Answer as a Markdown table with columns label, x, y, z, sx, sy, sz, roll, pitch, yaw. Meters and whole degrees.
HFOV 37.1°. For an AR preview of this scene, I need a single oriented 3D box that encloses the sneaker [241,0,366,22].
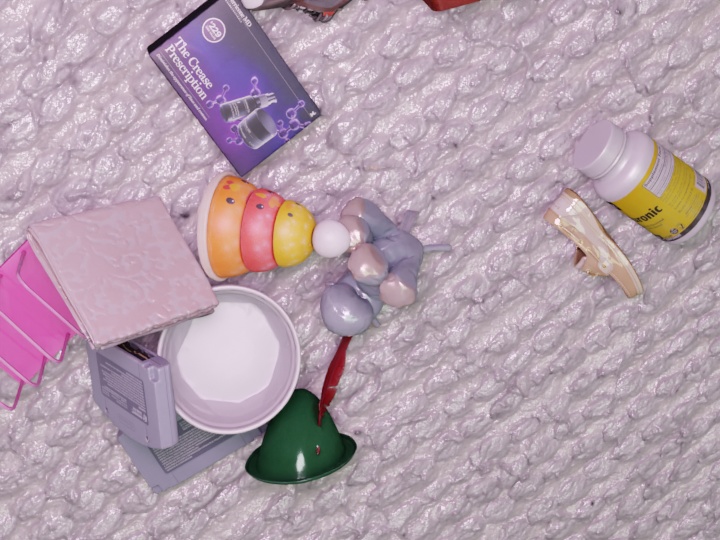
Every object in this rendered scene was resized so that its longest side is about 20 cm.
| label | x | y | z | sx | sy | sz | roll | pitch | yaw |
| --- | --- | --- | --- | --- | --- | --- | --- | --- | --- |
| sneaker | -0.060 | -0.352 | 1.379 | 0.198 | 0.077 | 0.083 | -23 | 126 | -25 |

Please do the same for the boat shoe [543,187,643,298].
| label | x | y | z | sx | sy | sz | roll | pitch | yaw |
| --- | --- | --- | --- | --- | --- | --- | --- | --- | --- |
| boat shoe | 0.345 | -0.029 | 1.603 | 0.069 | 0.074 | 0.201 | -39 | 103 | 6 |

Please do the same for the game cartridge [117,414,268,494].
| label | x | y | z | sx | sy | sz | roll | pitch | yaw |
| --- | --- | --- | --- | --- | --- | --- | --- | --- | --- |
| game cartridge | -0.249 | 0.229 | 1.580 | 0.198 | 0.042 | 0.134 | -29 | 108 | -1 |

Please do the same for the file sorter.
| label | x | y | z | sx | sy | sz | roll | pitch | yaw |
| --- | --- | --- | --- | --- | --- | --- | --- | --- | --- |
| file sorter | -0.440 | 0.064 | 1.433 | 0.200 | 0.126 | 0.139 | -43 | 111 | 5 |

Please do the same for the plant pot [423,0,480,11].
| label | x | y | z | sx | sy | sz | roll | pitch | yaw |
| --- | --- | --- | --- | --- | --- | --- | --- | --- | --- |
| plant pot | 0.125 | -0.444 | 1.354 | 0.197 | 0.201 | 0.179 | -15 | 123 | -7 |

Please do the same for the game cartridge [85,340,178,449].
| label | x | y | z | sx | sy | sz | roll | pitch | yaw |
| --- | --- | --- | --- | --- | --- | --- | --- | --- | --- |
| game cartridge | -0.312 | 0.163 | 1.466 | 0.040 | 0.199 | 0.136 | -14 | 113 | -38 |

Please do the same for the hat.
| label | x | y | z | sx | sy | sz | roll | pitch | yaw |
| --- | --- | --- | --- | --- | --- | --- | --- | --- | --- |
| hat | -0.092 | 0.185 | 1.546 | 0.163 | 0.200 | 0.179 | -3 | 104 | 17 |

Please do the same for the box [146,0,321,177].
| label | x | y | z | sx | sy | sz | roll | pitch | yaw |
| --- | --- | --- | --- | --- | --- | --- | --- | --- | --- |
| box | -0.165 | -0.250 | 1.412 | 0.140 | 0.079 | 0.201 | -38 | 112 | 0 |

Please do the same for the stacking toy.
| label | x | y | z | sx | sy | sz | roll | pitch | yaw |
| --- | --- | --- | --- | --- | --- | --- | --- | --- | --- |
| stacking toy | -0.107 | -0.052 | 1.422 | 0.196 | 0.146 | 0.149 | 5 | 110 | 14 |

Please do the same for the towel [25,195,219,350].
| label | x | y | z | sx | sy | sz | roll | pitch | yaw |
| --- | --- | --- | --- | --- | --- | --- | --- | --- | --- |
| towel | -0.303 | -0.001 | 1.384 | 0.198 | 0.192 | 0.032 | -17 | 157 | -42 |

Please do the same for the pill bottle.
| label | x | y | z | sx | sy | sz | roll | pitch | yaw |
| --- | --- | --- | --- | --- | --- | --- | --- | --- | --- |
| pill bottle | 0.409 | -0.132 | 1.556 | 0.198 | 0.111 | 0.112 | 31 | 100 | -19 |

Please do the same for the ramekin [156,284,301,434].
| label | x | y | z | sx | sy | sz | roll | pitch | yaw |
| --- | --- | --- | --- | --- | --- | --- | --- | --- | --- |
| ramekin | -0.184 | 0.120 | 1.495 | 0.196 | 0.105 | 0.204 | 0 | 91 | -8 |

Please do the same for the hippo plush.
| label | x | y | z | sx | sy | sz | roll | pitch | yaw |
| --- | --- | --- | --- | --- | --- | --- | --- | --- | --- |
| hippo plush | 0.000 | 0.000 | 1.513 | 0.159 | 0.200 | 0.161 | 44 | 123 | -4 |
